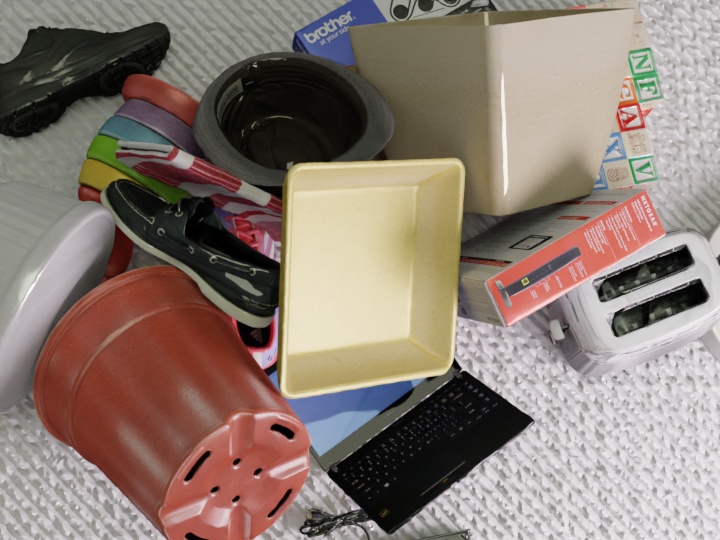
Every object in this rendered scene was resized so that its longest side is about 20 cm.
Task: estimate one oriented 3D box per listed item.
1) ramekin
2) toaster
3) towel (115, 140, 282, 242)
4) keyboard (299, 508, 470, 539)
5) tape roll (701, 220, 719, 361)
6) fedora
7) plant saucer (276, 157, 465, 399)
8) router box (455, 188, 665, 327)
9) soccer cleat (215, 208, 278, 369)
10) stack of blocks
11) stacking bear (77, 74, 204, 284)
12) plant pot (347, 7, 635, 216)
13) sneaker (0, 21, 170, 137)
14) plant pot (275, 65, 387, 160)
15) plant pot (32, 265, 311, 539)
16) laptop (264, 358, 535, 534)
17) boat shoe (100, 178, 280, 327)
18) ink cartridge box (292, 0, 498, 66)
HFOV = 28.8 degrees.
[{"bbox_3d":[-0.304,0.014,1.218,0.094,0.202,0.203,29,75,5],"label":"ramekin"},{"bbox_3d":[0.279,0.027,1.371,0.199,0.129,0.114,-20,81,3],"label":"toaster"},{"bbox_3d":[-0.115,-0.066,1.277,0.199,0.144,0.023,26,83,-30],"label":"towel"},{"bbox_3d":[0.012,0.282,1.350,0.199,0.021,0.128,-10,84,-11],"label":"keyboard"},{"bbox_3d":[0.442,0.023,1.461,0.202,0.037,0.204,2,76,-7],"label":"tape roll"},{"bbox_3d":[-0.062,-0.116,1.313,0.176,0.091,0.200,-32,53,-24],"label":"fedora"},{"bbox_3d":[0.000,0.000,1.239,0.199,0.048,0.201,-5,103,-39],"label":"plant saucer"},{"bbox_3d":[0.166,-0.016,1.346,0.179,0.200,0.049,-29,100,-13],"label":"router box"},{"bbox_3d":[-0.112,-0.002,1.371,0.066,0.076,0.201,-7,78,-9],"label":"soccer cleat"},{"bbox_3d":[0.253,-0.176,1.470,0.115,0.059,0.201,-10,78,-10],"label":"stack of blocks"},{"bbox_3d":[-0.225,-0.078,1.362,0.121,0.114,0.201,29,79,0],"label":"stacking bear"},{"bbox_3d":[0.127,-0.153,1.341,0.199,0.199,0.178,-14,106,-39],"label":"plant pot"},{"bbox_3d":[-0.287,-0.212,1.402,0.199,0.076,0.091,-25,73,-16],"label":"sneaker"},{"bbox_3d":[-0.007,-0.107,1.408,0.199,0.027,0.201,0,93,-7],"label":"plant pot"},{"bbox_3d":[-0.154,0.131,1.231,0.200,0.201,0.195,-37,48,-14],"label":"plant pot"},{"bbox_3d":[0.031,0.124,1.345,0.177,0.200,0.104,-35,122,-13],"label":"laptop"},{"bbox_3d":[-0.146,-0.033,1.262,0.199,0.074,0.066,40,115,17],"label":"boat shoe"},{"bbox_3d":[0.037,-0.251,1.466,0.200,0.044,0.094,-32,82,-13],"label":"ink cartridge box"}]
